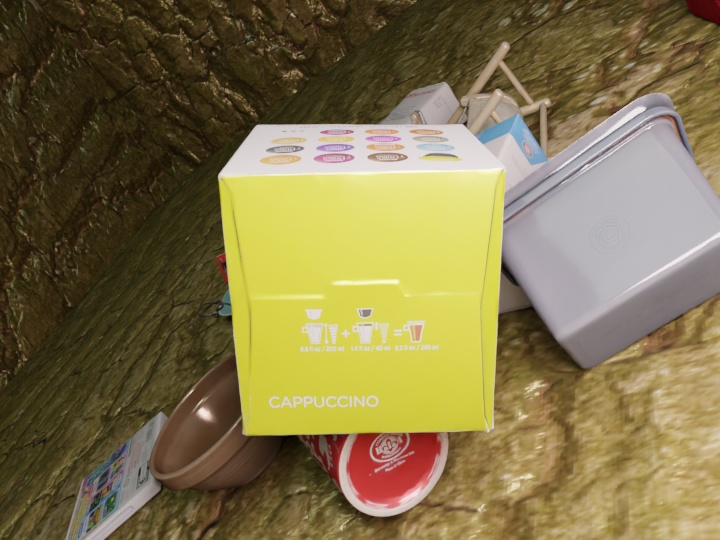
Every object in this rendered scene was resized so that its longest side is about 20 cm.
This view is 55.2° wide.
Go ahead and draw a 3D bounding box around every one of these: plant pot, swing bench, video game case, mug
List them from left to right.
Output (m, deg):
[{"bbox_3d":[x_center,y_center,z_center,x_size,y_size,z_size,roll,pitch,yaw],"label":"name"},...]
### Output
[{"bbox_3d":[-0.374,0.331,1.065,0.181,0.024,0.200,-41,22,3],"label":"video game case"},{"bbox_3d":[-0.157,0.197,0.852,0.199,0.093,0.202,-36,22,16],"label":"plant pot"},{"bbox_3d":[0.006,0.117,0.671,0.179,0.133,0.200,-52,25,-2],"label":"mug"},{"bbox_3d":[0.164,-0.191,1.001,0.198,0.130,0.201,-33,23,33],"label":"swing bench"}]

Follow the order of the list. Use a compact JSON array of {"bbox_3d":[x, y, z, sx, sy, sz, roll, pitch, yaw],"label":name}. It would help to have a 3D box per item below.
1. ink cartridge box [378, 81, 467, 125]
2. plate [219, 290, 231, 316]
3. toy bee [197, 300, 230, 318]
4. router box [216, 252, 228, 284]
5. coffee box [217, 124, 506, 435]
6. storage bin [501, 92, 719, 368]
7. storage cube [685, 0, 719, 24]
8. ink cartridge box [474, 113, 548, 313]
[{"bbox_3d":[0.086,-0.247,1.289,0.200,0.085,0.145,-46,22,-12],"label":"ink cartridge box"},{"bbox_3d":[-0.197,0.021,1.346,0.198,0.026,0.201,-35,22,16],"label":"plate"},{"bbox_3d":[-0.134,0.053,1.064,0.195,0.111,0.132,-17,30,8],"label":"toy bee"},{"bbox_3d":[-0.110,-0.051,1.137,0.177,0.050,0.198,-21,3,39],"label":"router box"},{"bbox_3d":[0.003,-0.004,0.569,0.193,0.206,0.199,-1,20,0],"label":"coffee box"},{"bbox_3d":[0.218,-0.016,0.586,0.198,0.145,0.136,-34,49,17],"label":"storage bin"},{"bbox_3d":[0.478,-0.423,0.835,0.198,0.172,0.181,-34,22,18],"label":"storage cube"},{"bbox_3d":[0.133,-0.046,0.767,0.124,0.129,0.202,-18,30,45],"label":"ink cartridge box"}]
